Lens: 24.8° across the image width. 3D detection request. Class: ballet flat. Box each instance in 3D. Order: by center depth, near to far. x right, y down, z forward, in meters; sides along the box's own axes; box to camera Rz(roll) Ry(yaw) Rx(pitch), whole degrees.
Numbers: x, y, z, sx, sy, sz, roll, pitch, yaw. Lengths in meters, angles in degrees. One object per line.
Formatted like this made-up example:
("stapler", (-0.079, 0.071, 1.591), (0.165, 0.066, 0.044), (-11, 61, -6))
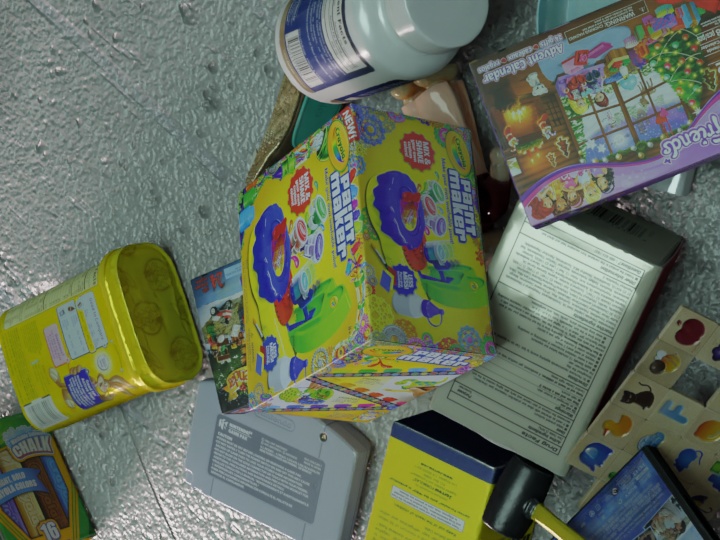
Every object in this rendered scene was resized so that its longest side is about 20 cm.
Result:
("ballet flat", (-0.066, -0.116, 1.534), (0.200, 0.070, 0.065), (-63, 35, 20))

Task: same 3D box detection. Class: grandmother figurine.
("grandmother figurine", (0.093, -0.077, 1.425), (0.121, 0.061, 0.200), (-26, 83, 62))

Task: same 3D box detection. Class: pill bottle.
("pill bottle", (0.019, -0.210, 1.382), (0.200, 0.111, 0.111), (-8, 92, 60))

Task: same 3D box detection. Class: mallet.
("mallet", (0.166, 0.223, 1.283), (0.066, 0.041, 0.200), (-59, 42, 14))

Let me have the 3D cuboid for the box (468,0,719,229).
("box", (0.199, -0.130, 1.241), (0.200, 0.039, 0.137), (-22, 83, 10))

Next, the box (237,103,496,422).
("box", (0.000, 0.000, 1.347), (0.193, 0.122, 0.200), (-33, 55, 50))

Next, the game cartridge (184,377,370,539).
("game cartridge", (-0.081, 0.181, 1.591), (0.200, 0.040, 0.133), (21, 111, 31))

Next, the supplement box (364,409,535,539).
("supplement box", (0.079, 0.233, 1.440), (0.109, 0.109, 0.200), (23, 109, 31))

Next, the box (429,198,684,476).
("box", (0.161, 0.043, 1.343), (0.128, 0.109, 0.200), (27, 112, 13))

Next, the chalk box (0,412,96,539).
("chalk box", (-0.401, 0.232, 1.768), (0.125, 0.124, 0.200), (-33, 76, 34))

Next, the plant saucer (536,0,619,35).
("plant saucer", (0.233, -0.198, 1.294), (0.200, 0.027, 0.200), (6, 100, 34))

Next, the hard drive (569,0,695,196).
("hard drive", (0.228, -0.174, 1.333), (0.132, 0.027, 0.200), (19, 106, 31))

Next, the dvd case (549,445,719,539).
("dvd case", (0.228, 0.254, 1.256), (0.143, 0.018, 0.200), (-50, 49, 22))

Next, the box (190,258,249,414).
("box", (-0.058, 0.042, 1.532), (0.200, 0.038, 0.137), (-22, 75, 29))

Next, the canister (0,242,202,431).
("canister", (-0.272, 0.072, 1.679), (0.200, 0.087, 0.149), (-23, 83, 36))

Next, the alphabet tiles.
("alphabet tiles", (0.267, 0.138, 1.296), (0.167, 0.008, 0.200), (26, 117, -13))
